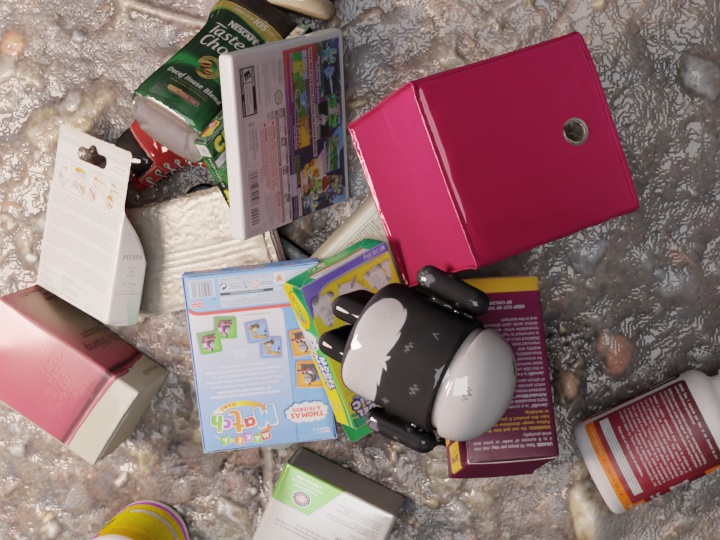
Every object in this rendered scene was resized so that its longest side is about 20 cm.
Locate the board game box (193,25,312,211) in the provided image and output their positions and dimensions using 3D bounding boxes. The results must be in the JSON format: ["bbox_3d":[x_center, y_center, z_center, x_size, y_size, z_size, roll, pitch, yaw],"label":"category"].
[{"bbox_3d":[-0.099,-0.168,1.365,0.023,0.200,0.105,15,144,34],"label":"board game box"}]

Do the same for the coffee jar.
[{"bbox_3d":[-0.157,-0.222,1.377,0.104,0.085,0.200,32,62,8],"label":"coffee jar"}]

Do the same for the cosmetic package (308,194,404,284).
[{"bbox_3d":[0.000,0.000,1.413,0.200,0.073,0.104,-44,98,2],"label":"cosmetic package"}]

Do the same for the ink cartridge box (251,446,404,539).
[{"bbox_3d":[-0.056,0.337,1.479,0.145,0.084,0.201,25,100,5],"label":"ink cartridge box"}]

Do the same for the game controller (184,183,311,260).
[{"bbox_3d":[-0.140,-0.014,1.469,0.200,0.042,0.105,36,101,2],"label":"game controller"}]

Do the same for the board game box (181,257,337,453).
[{"bbox_3d":[-0.110,0.094,1.367,0.150,0.037,0.201,-6,99,-1],"label":"board game box"}]

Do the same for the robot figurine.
[{"bbox_3d":[0.060,0.089,1.245,0.199,0.125,0.151,25,144,19],"label":"robot figurine"}]

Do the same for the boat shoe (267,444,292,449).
[{"bbox_3d":[-0.123,0.118,1.468,0.074,0.086,0.203,-18,124,12],"label":"boat shoe"}]

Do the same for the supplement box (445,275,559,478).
[{"bbox_3d":[0.145,0.119,1.359,0.103,0.131,0.201,-3,74,-7],"label":"supplement box"}]

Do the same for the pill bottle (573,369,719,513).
[{"bbox_3d":[0.350,0.182,1.384,0.199,0.113,0.113,-27,93,11],"label":"pill bottle"}]

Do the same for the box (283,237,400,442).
[{"bbox_3d":[0.005,0.080,1.350,0.117,0.048,0.201,-29,111,-24],"label":"box"}]

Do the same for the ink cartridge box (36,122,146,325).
[{"bbox_3d":[-0.306,-0.055,1.439,0.161,0.050,0.201,23,105,42],"label":"ink cartridge box"}]

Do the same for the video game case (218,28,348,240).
[{"bbox_3d":[-0.080,-0.152,1.360,0.023,0.182,0.201,13,115,37],"label":"video game case"}]

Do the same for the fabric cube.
[{"bbox_3d":[0.134,-0.112,1.296,0.198,0.200,0.197,-19,91,-21],"label":"fabric cube"}]

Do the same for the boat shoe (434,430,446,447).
[{"bbox_3d":[0.094,0.181,1.436,0.200,0.072,0.061,16,69,5],"label":"boat shoe"}]

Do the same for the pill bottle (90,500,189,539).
[{"bbox_3d":[-0.276,0.348,1.454,0.104,0.200,0.105,1,97,8],"label":"pill bottle"}]

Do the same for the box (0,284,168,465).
[{"bbox_3d":[-0.350,0.120,1.473,0.199,0.128,0.109,34,100,2],"label":"box"}]

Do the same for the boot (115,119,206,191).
[{"bbox_3d":[-0.188,-0.126,1.449,0.200,0.072,0.145,39,101,10],"label":"boot"}]

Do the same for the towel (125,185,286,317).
[{"bbox_3d":[-0.186,-0.026,1.433,0.199,0.034,0.133,-11,101,18],"label":"towel"}]

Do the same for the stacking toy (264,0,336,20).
[{"bbox_3d":[-0.047,-0.389,1.392,0.085,0.085,0.201,14,94,6],"label":"stacking toy"}]
